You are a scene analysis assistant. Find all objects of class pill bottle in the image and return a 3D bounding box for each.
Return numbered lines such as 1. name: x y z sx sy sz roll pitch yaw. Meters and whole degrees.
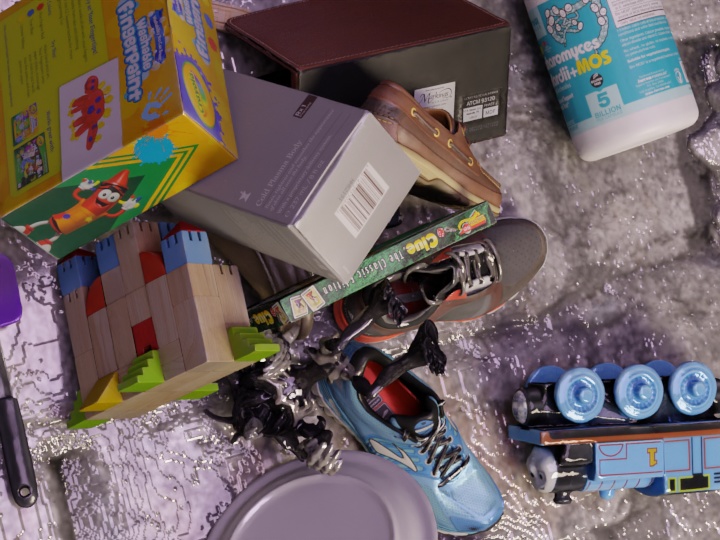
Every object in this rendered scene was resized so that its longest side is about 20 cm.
1. pill bottle: 0.207 -0.203 1.715 0.110 0.111 0.201 -19 89 -22

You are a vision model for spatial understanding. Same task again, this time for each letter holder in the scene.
1. letter holder: 0.001 -0.160 1.644 0.199 0.142 0.101 -15 122 -27

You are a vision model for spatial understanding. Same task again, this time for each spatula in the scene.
1. spatula: -0.275 0.083 1.541 0.056 0.021 0.201 -13 89 -9

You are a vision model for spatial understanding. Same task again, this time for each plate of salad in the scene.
1. plate of salad: -0.032 0.229 1.547 0.200 0.200 0.048 -52 140 -19

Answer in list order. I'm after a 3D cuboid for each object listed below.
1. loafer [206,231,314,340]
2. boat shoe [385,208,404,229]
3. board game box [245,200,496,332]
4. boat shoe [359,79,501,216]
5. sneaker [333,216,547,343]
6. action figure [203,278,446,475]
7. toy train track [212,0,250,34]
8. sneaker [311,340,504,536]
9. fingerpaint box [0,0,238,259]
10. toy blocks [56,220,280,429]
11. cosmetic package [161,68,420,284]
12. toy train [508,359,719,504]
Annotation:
1. loafer: -0.096 -0.033 1.600 0.067 0.076 0.201 -22 91 -13
2. boat shoe: -0.012 -0.041 1.584 0.200 0.075 0.061 -30 109 -61
3. board game box: 0.000 0.000 1.539 0.199 0.105 0.024 -25 91 -29
4. boat shoe: 0.060 -0.092 1.574 0.200 0.072 0.068 26 81 -55
5. sneaker: 0.079 0.009 1.652 0.199 0.082 0.077 -24 91 -22
6. action figure: -0.040 0.088 1.538 0.200 0.102 0.119 -32 101 20
7. toy train track: -0.144 -0.172 1.621 0.114 0.033 0.201 8 81 -19
8. sneaker: 0.042 0.137 1.615 0.200 0.090 0.078 46 70 -9
9. fingerpaint box: -0.187 -0.134 1.487 0.073 0.166 0.201 41 28 -46
10. toy blocks: -0.157 0.026 1.521 0.100 0.200 0.137 2 70 -45
11. cosmetic package: -0.067 -0.074 1.467 0.107 0.200 0.090 -58 137 -14
12. toy train: 0.221 0.135 1.688 0.199 0.087 0.115 -2 89 -21
